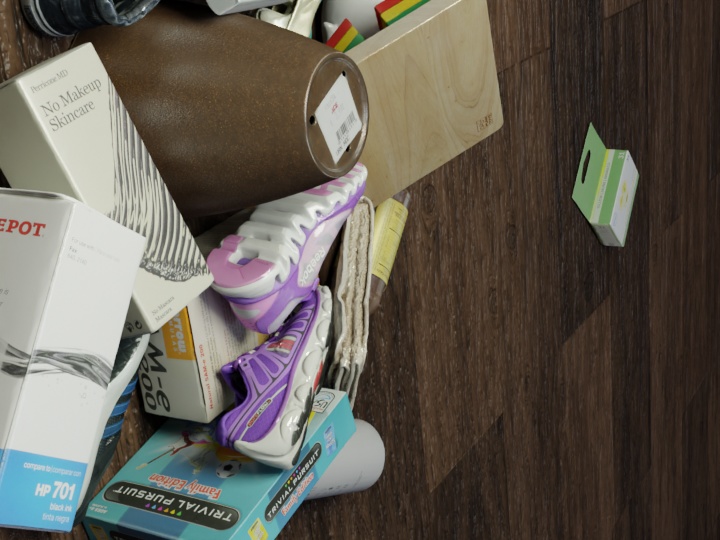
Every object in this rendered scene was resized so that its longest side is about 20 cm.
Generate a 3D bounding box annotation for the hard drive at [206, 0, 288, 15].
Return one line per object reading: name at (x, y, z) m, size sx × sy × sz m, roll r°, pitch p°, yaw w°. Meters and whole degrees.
hard drive at (-0.109, -0.276, 0.895) m, size 0.133 × 0.026 × 0.200 m, roll 63°, pitch 17°, yaw -10°

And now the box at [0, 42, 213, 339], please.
box at (-0.194, -0.054, 0.810) m, size 0.082 × 0.068 × 0.201 m, roll -45°, pitch 116°, yaw -45°

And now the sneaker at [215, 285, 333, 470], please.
sneaker at (-0.071, 0.077, 0.939) m, size 0.201 × 0.083 × 0.081 m, roll -71°, pitch 173°, yaw -54°

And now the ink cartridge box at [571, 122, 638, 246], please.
ink cartridge box at (0.430, -0.147, 1.929) m, size 0.200 × 0.048 × 0.147 m, roll 42°, pitch 60°, yaw -57°

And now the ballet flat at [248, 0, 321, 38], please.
ballet flat at (-0.071, -0.248, 1.043) m, size 0.069 × 0.069 × 0.202 m, roll 30°, pitch 77°, yaw -57°

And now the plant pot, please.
plant pot at (-0.099, -0.125, 0.879) m, size 0.186 × 0.198 × 0.189 m, roll -17°, pitch 110°, yaw -58°

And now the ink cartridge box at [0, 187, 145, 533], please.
ink cartridge box at (-0.240, 0.055, 0.723) m, size 0.086 × 0.145 × 0.202 m, roll 33°, pitch 67°, yaw -58°

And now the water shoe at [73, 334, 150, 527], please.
water shoe at (-0.217, 0.103, 0.872) m, size 0.079 × 0.071 × 0.202 m, roll 98°, pitch 10°, yaw -65°

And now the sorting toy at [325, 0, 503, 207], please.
sorting toy at (0.027, -0.168, 1.050) m, size 0.198 × 0.070 × 0.200 m, roll -32°, pitch 149°, yaw -6°

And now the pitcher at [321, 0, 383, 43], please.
pitcher at (0.000, -0.219, 1.130) m, size 0.171 × 0.121 × 0.202 m, roll -18°, pitch 123°, yaw -41°

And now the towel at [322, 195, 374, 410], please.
towel at (-0.015, 0.043, 1.060) m, size 0.133 × 0.034 × 0.201 m, roll 104°, pitch -8°, yaw -47°

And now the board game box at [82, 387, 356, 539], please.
board game box at (-0.117, 0.171, 0.951) m, size 0.200 × 0.150 × 0.047 m, roll -48°, pitch 134°, yaw -45°

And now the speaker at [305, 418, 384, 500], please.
speaker at (-0.054, 0.194, 1.133) m, size 0.199 × 0.081 × 0.082 m, roll 9°, pitch 87°, yaw -59°

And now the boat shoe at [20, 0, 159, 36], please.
boat shoe at (-0.170, -0.255, 0.841) m, size 0.071 × 0.090 × 0.202 m, roll 56°, pitch 49°, yaw -48°

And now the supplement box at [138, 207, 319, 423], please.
supplement box at (-0.118, 0.032, 0.999) m, size 0.200 × 0.073 × 0.127 m, roll -37°, pitch 125°, yaw -53°

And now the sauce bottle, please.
sauce bottle at (0.000, 0.000, 1.207) m, size 0.065 × 0.064 × 0.202 m, roll 43°, pitch 61°, yaw -54°

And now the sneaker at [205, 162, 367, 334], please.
sneaker at (-0.057, -0.022, 0.958) m, size 0.201 × 0.080 × 0.089 m, roll -53°, pitch 142°, yaw -38°
